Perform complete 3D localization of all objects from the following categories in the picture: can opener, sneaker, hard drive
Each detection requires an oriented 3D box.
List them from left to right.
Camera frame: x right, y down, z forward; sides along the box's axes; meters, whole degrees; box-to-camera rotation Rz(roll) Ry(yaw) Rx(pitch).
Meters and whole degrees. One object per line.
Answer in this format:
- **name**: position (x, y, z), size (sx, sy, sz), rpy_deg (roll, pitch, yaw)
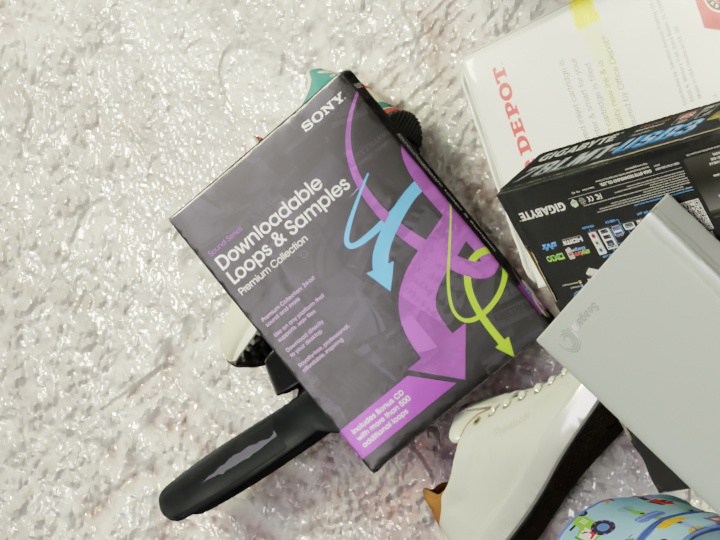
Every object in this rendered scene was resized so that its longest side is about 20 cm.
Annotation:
- **can opener**: position (-0.049, 0.101, 1.547), size (0.200, 0.063, 0.079), rpy_deg (-41, 67, 28)
- **sneaker**: position (-0.043, -0.036, 1.536), size (0.093, 0.070, 0.200), rpy_deg (40, 110, 31)
- **sneaker**: position (0.099, 0.089, 1.429), size (0.085, 0.073, 0.200), rpy_deg (48, 120, 22)
- **hard drive**: position (0.196, 0.068, 1.252), size (0.200, 0.026, 0.132), rpy_deg (43, 140, 6)

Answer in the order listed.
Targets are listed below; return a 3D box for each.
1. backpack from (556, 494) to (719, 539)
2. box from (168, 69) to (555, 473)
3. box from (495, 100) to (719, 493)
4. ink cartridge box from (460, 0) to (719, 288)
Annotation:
- **backpack**: position (0.186, 0.219, 1.306), size (0.134, 0.182, 0.200), rpy_deg (-11, 81, 45)
- **box**: position (0.000, 0.000, 1.460), size (0.143, 0.036, 0.200), rpy_deg (-40, 86, 11)
- **box**: position (0.193, 0.014, 1.267), size (0.200, 0.050, 0.199), rpy_deg (-16, 110, 49)
- **ink cartridge box**: position (0.172, -0.091, 1.358), size (0.200, 0.083, 0.145), rpy_deg (-24, 79, 35)
